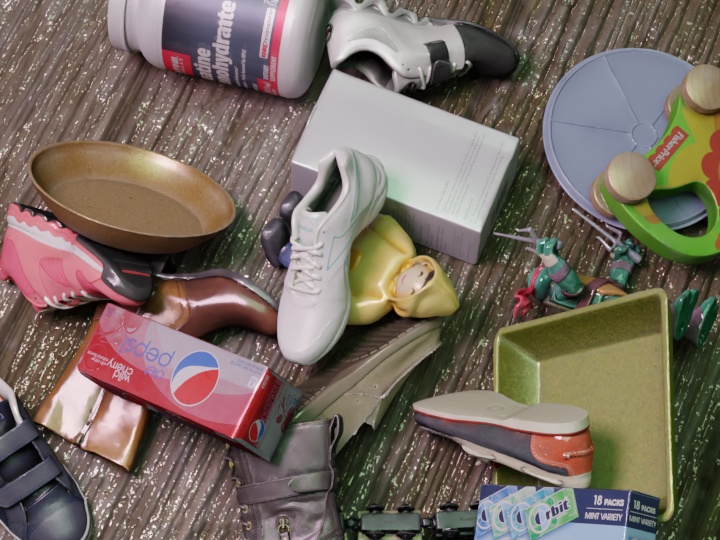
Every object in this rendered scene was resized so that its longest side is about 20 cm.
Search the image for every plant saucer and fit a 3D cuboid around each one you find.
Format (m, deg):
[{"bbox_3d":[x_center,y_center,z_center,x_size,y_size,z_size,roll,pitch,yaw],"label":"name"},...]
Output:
[{"bbox_3d":[0.205,0.134,1.418,0.048,0.199,0.202,18,65,-40],"label":"plant saucer"},{"bbox_3d":[-0.217,-0.064,1.509,0.198,0.036,0.201,15,24,-7],"label":"plant saucer"}]

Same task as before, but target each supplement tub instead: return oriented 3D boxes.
[{"bbox_3d":[-0.135,-0.257,1.582,0.198,0.141,0.142,13,68,6],"label":"supplement tub"}]

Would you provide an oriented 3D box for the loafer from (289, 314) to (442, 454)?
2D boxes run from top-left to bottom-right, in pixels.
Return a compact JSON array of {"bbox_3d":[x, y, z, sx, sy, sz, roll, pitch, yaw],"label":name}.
[{"bbox_3d":[0.001,0.108,1.471,0.199,0.075,0.069,-35,110,-23],"label":"loafer"}]

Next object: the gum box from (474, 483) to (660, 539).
[{"bbox_3d":[0.160,0.282,1.335,0.044,0.169,0.202,18,74,-38],"label":"gum box"}]

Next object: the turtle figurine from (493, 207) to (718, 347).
[{"bbox_3d":[0.224,0.014,1.493,0.199,0.149,0.102,22,111,30],"label":"turtle figurine"}]

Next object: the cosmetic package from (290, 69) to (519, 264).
[{"bbox_3d":[0.042,-0.100,1.550,0.198,0.081,0.114,22,69,10],"label":"cosmetic package"}]

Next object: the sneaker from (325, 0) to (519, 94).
[{"bbox_3d":[0.059,-0.204,1.585,0.198,0.074,0.089,11,67,-9],"label":"sneaker"}]

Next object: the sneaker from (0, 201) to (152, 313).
[{"bbox_3d":[-0.266,0.007,1.492,0.199,0.073,0.088,26,97,40],"label":"sneaker"}]

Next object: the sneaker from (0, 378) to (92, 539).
[{"bbox_3d":[-0.316,0.169,1.441,0.078,0.080,0.200,-36,73,-15],"label":"sneaker"}]

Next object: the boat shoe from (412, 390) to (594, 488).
[{"bbox_3d":[0.123,0.147,1.419,0.071,0.199,0.063,-20,108,-41],"label":"boat shoe"}]

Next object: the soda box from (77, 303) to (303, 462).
[{"bbox_3d":[-0.150,0.094,1.386,0.199,0.063,0.071,18,76,36],"label":"soda box"}]

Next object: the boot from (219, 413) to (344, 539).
[{"bbox_3d":[-0.090,0.221,1.387,0.198,0.069,0.176,-17,83,9],"label":"boot"}]

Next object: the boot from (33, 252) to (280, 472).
[{"bbox_3d":[-0.180,0.088,1.479,0.187,0.069,0.202,20,70,8],"label":"boot"}]

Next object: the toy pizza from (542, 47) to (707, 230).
[{"bbox_3d":[0.276,-0.127,1.584,0.198,0.032,0.202,2,68,-4],"label":"toy pizza"}]

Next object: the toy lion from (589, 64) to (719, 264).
[{"bbox_3d":[0.346,-0.083,1.527,0.191,0.069,0.200,42,71,4],"label":"toy lion"}]

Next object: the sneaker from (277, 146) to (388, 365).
[{"bbox_3d":[-0.040,-0.017,1.433,0.070,0.080,0.202,14,86,27],"label":"sneaker"}]

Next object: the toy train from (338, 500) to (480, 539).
[{"bbox_3d":[0.022,0.228,1.432,0.197,0.046,0.034,-2,66,-2],"label":"toy train"}]

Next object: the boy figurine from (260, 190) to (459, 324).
[{"bbox_3d":[0.000,0.000,1.490,0.199,0.065,0.125,26,69,33],"label":"boy figurine"}]
